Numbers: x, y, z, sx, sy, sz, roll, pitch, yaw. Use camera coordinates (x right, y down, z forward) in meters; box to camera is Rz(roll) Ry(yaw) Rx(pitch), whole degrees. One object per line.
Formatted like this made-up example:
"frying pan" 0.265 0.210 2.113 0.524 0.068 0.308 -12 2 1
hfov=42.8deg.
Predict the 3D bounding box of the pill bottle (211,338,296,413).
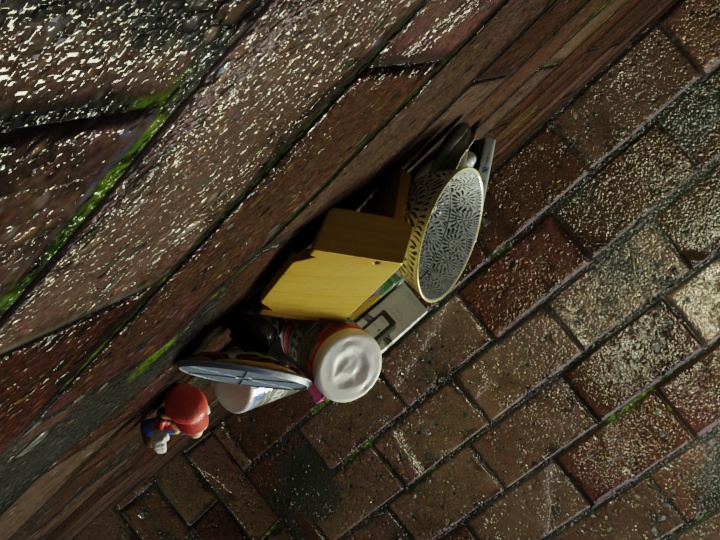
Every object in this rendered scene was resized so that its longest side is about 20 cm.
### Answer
"pill bottle" -0.170 0.185 1.714 0.198 0.115 0.114 -15 158 -48

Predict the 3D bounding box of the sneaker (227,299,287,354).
"sneaker" -0.147 0.074 1.369 0.089 0.074 0.200 -50 -175 -14

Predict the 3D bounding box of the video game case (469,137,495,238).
"video game case" 0.207 -0.149 1.705 0.200 0.022 0.186 -108 -152 -84

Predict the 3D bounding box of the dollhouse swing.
"dollhouse swing" -0.036 -0.050 1.270 0.179 0.179 0.200 8 152 -24

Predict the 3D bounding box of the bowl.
"bowl" 0.094 -0.065 1.339 0.201 0.093 0.203 -43 144 -43

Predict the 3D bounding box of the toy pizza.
"toy pizza" -0.165 0.140 1.322 0.200 0.196 0.032 127 -28 -75

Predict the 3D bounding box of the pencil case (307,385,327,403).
"pencil case" -0.083 0.133 1.669 0.092 0.203 0.091 -25 173 2

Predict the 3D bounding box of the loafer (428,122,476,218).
"loafer" 0.136 -0.135 1.422 0.076 0.069 0.202 -66 180 -55

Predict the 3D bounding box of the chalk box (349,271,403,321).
"chalk box" 0.000 0.000 1.574 0.200 0.124 0.124 -43 175 20

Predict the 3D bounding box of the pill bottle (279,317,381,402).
"pill bottle" -0.057 0.111 1.405 0.110 0.111 0.200 -39 -150 -10

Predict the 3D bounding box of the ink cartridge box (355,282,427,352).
"ink cartridge box" 0.011 0.119 1.567 0.199 0.068 0.116 -39 175 -19

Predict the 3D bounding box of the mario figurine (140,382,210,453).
"mario figurine" -0.309 0.267 1.576 0.199 0.105 0.125 -32 -141 56

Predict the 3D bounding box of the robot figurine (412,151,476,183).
"robot figurine" 0.140 -0.128 1.573 0.171 0.112 0.200 -57 178 -4
